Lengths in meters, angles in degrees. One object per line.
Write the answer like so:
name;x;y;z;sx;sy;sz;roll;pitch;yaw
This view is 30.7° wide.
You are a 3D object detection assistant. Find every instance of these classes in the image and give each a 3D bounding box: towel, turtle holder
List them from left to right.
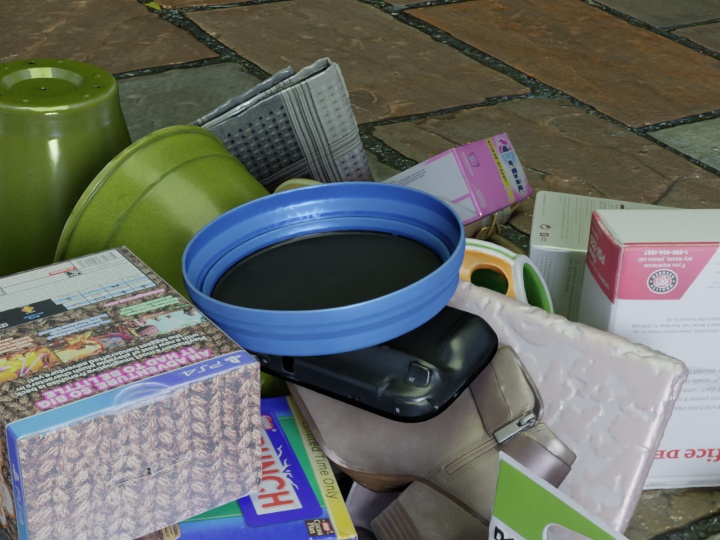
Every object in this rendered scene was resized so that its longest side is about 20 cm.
towel;-0.088;-0.099;1.205;0.191;0.201;0.035;-27;58;-4
turtle holder;0.089;0.055;1.044;0.131;0.186;0.142;-18;32;21
towel;0.103;0.119;0.907;0.199;0.193;0.032;20;-3;28

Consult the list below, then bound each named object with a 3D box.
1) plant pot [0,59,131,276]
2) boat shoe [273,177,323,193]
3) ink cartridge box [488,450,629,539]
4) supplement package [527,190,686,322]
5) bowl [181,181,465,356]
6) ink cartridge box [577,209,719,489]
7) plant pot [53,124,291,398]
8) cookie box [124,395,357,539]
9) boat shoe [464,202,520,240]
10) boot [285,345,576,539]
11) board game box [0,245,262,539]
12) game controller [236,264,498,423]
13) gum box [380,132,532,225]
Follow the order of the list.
plant pot;-0.281;-0.079;1.183;0.198;0.195;0.201;3;28;-2
boat shoe;0.000;0.000;1.138;0.199;0.072;0.076;37;36;-7
ink cartridge box;0.138;0.204;0.714;0.075;0.202;0.147;-18;35;-36
supplement package;0.246;0.014;1.170;0.198;0.118;0.118;8;28;7
bowl;-0.025;-0.004;0.914;0.198;0.040;0.201;-6;27;3
ink cartridge box;0.241;0.060;0.997;0.144;0.202;0.085;0;23;-8
plant pot;-0.113;0.017;1.071;0.192;0.202;0.200;35;40;26
cookie box;-0.117;0.166;0.886;0.198;0.076;0.171;-4;28;-15
boat shoe;0.123;-0.068;1.354;0.068;0.074;0.200;9;27;21
boot;0.048;0.100;0.891;0.146;0.070;0.201;-38;65;7
board game box;-0.181;0.080;0.855;0.158;0.098;0.200;-16;31;-30
game controller;-0.004;0.046;0.903;0.199;0.043;0.104;17;35;37
gum box;0.044;-0.054;1.216;0.199;0.067;0.113;-23;0;33
